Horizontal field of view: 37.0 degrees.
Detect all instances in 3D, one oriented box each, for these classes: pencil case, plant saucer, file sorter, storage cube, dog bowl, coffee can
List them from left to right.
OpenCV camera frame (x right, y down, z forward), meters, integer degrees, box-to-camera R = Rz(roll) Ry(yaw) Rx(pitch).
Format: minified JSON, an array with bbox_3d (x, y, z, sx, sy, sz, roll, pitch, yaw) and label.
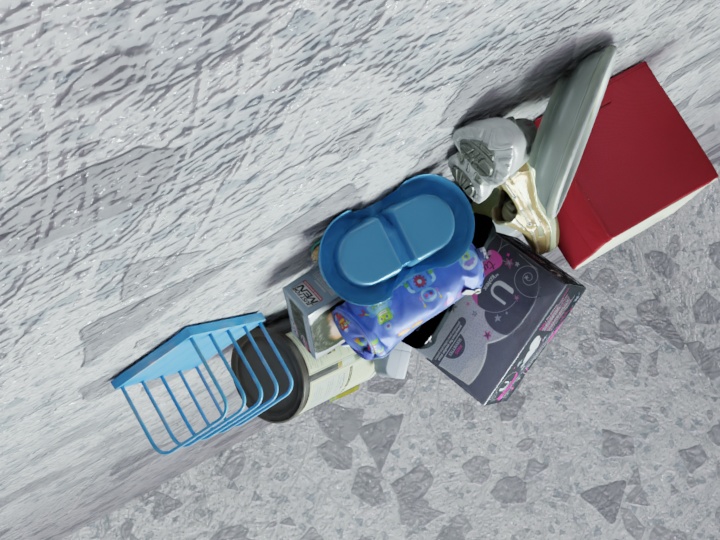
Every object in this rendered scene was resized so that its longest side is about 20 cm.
[{"bbox_3d":[-0.200,0.150,1.433,0.139,0.123,0.200,-34,171,21],"label":"file sorter"},{"bbox_3d":[-0.078,0.133,1.655,0.146,0.147,0.200,-38,169,38],"label":"coffee can"},{"bbox_3d":[0.037,-0.035,1.263,0.200,0.112,0.050,-28,-175,-18],"label":"dog bowl"},{"bbox_3d":[0.065,0.032,1.323,0.200,0.087,0.078,-34,162,-15],"label":"pencil case"},{"bbox_3d":[0.228,-0.159,1.198,0.200,0.050,0.201,21,90,-80],"label":"plant saucer"},{"bbox_3d":[0.328,-0.135,1.422,0.199,0.180,0.171,-28,171,-12],"label":"storage cube"}]

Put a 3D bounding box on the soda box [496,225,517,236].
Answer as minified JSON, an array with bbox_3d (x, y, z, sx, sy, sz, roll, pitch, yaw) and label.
[{"bbox_3d":[0.166,-0.043,1.735,0.200,0.068,0.064,-35,173,26],"label":"soda box"}]

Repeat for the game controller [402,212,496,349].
[{"bbox_3d":[0.113,0.013,1.438,0.201,0.042,0.104,-61,-169,-3],"label":"game controller"}]

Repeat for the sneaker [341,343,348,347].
[{"bbox_3d":[-0.007,0.075,1.538,0.088,0.075,0.200,-23,164,-15],"label":"sneaker"}]

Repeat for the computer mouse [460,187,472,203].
[{"bbox_3d":[0.138,-0.112,1.420,0.059,0.034,0.200,-37,169,-34],"label":"computer mouse"}]

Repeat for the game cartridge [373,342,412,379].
[{"bbox_3d":[0.060,0.061,1.613,0.041,0.201,0.133,11,174,-3],"label":"game cartridge"}]

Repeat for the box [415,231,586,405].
[{"bbox_3d":[0.191,0.065,1.479,0.200,0.132,0.115,-57,158,11],"label":"box"}]

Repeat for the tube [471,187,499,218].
[{"bbox_3d":[0.158,-0.085,1.531,0.058,0.052,0.200,-12,165,-28],"label":"tube"}]

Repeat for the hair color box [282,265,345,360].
[{"bbox_3d":[0.003,0.018,1.372,0.200,0.061,0.099,-32,145,-18],"label":"hair color box"}]

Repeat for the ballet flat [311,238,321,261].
[{"bbox_3d":[0.037,-0.046,1.317,0.200,0.065,0.071,-29,168,-12],"label":"ballet flat"}]

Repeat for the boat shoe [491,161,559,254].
[{"bbox_3d":[0.203,-0.083,1.395,0.076,0.072,0.200,-34,136,-8],"label":"boat shoe"}]

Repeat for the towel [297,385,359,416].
[{"bbox_3d":[-0.095,0.160,1.753,0.200,0.144,0.023,-19,162,-49],"label":"towel"}]

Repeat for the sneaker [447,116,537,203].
[{"bbox_3d":[0.157,-0.143,1.200,0.099,0.078,0.200,-39,179,-7],"label":"sneaker"}]
